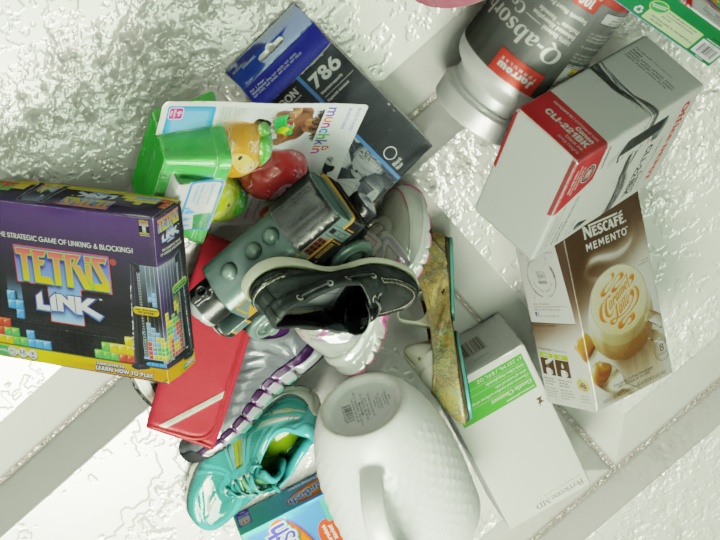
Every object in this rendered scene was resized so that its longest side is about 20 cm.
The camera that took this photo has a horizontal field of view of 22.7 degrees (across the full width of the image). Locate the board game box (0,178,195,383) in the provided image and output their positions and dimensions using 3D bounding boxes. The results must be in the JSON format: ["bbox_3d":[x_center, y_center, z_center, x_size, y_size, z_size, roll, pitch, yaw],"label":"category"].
[{"bbox_3d":[-0.257,0.008,1.673,0.199,0.057,0.166,7,115,24],"label":"board game box"}]

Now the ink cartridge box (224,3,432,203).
[{"bbox_3d":[-0.029,-0.156,1.741,0.099,0.039,0.200,-44,117,7],"label":"ink cartridge box"}]

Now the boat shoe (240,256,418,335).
[{"bbox_3d":[-0.016,0.030,1.674,0.199,0.066,0.075,9,130,-43],"label":"boat shoe"}]

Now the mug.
[{"bbox_3d":[0.028,0.210,1.771,0.147,0.201,0.176,-14,128,12],"label":"mug"}]

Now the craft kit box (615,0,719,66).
[{"bbox_3d":[0.263,-0.315,1.668,0.199,0.198,0.048,29,131,-26],"label":"craft kit box"}]

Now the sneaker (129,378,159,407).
[{"bbox_3d":[-0.210,0.051,1.765,0.079,0.074,0.201,-21,118,-12],"label":"sneaker"}]

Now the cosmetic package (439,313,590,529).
[{"bbox_3d":[0.154,0.161,1.913,0.107,0.085,0.201,-31,117,-2],"label":"cosmetic package"}]

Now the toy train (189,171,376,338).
[{"bbox_3d":[-0.077,-0.012,1.701,0.200,0.085,0.114,-38,155,11],"label":"toy train"}]

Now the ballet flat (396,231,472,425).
[{"bbox_3d":[0.071,0.060,1.811,0.070,0.071,0.201,-2,75,-15],"label":"ballet flat"}]

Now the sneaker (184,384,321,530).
[{"bbox_3d":[-0.113,0.202,1.850,0.077,0.080,0.200,30,116,-27],"label":"sneaker"}]

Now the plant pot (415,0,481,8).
[{"bbox_3d":[0.070,-0.344,1.610,0.199,0.200,0.179,-29,134,-1],"label":"plant pot"}]

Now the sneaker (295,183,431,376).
[{"bbox_3d":[0.000,0.000,1.775,0.088,0.081,0.201,28,83,-29],"label":"sneaker"}]

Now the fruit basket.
[{"bbox_3d":[-0.108,-0.092,1.690,0.199,0.094,0.186,3,143,-20],"label":"fruit basket"}]

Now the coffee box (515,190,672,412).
[{"bbox_3d":[0.237,0.028,1.837,0.114,0.080,0.201,-23,107,-32],"label":"coffee box"}]

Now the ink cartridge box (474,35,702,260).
[{"bbox_3d":[0.221,-0.120,1.729,0.200,0.084,0.145,-32,156,-36],"label":"ink cartridge box"}]

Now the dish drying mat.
[{"bbox_3d":[-0.148,0.070,1.768,0.076,0.018,0.201,20,80,-17],"label":"dish drying mat"}]

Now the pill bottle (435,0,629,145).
[{"bbox_3d":[0.167,-0.224,1.711,0.115,0.116,0.200,25,118,-24],"label":"pill bottle"}]

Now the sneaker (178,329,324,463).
[{"bbox_3d":[-0.125,0.103,1.822,0.200,0.074,0.088,-44,108,-6],"label":"sneaker"}]

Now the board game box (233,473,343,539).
[{"bbox_3d":[-0.017,0.287,1.942,0.199,0.045,0.153,-27,118,-3],"label":"board game box"}]
